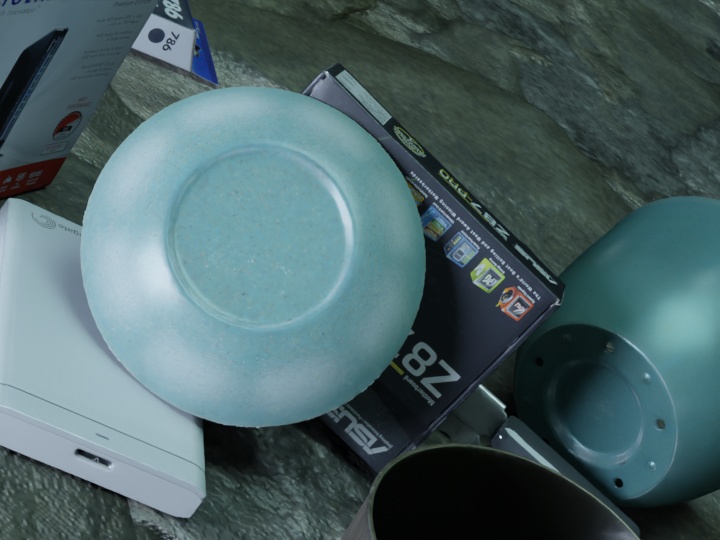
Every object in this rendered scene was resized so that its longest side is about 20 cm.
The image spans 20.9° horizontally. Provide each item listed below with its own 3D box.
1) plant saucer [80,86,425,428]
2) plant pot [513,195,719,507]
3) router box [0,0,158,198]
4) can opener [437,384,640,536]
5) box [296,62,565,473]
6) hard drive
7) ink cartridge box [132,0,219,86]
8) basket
[{"bbox_3d":[-0.058,-0.014,1.103,0.201,0.201,0.039,37,-17,1],"label":"plant saucer"},{"bbox_3d":[0.197,0.069,1.326,0.201,0.201,0.161,44,40,17],"label":"plant pot"},{"bbox_3d":[-0.215,-0.115,1.130,0.049,0.180,0.200,42,27,14],"label":"router box"},{"bbox_3d":[0.098,0.117,1.270,0.200,0.053,0.066,43,26,13],"label":"can opener"},{"bbox_3d":[0.000,0.000,1.190,0.200,0.161,0.049,45,17,-2],"label":"box"},{"bbox_3d":[-0.151,0.045,1.116,0.131,0.027,0.200,25,28,-22],"label":"hard drive"},{"bbox_3d":[-0.190,-0.214,1.483,0.199,0.039,0.100,21,29,-29],"label":"ink cartridge box"},{"bbox_3d":[0.021,0.196,0.879,0.180,0.200,0.136,0,44,-49],"label":"basket"}]
